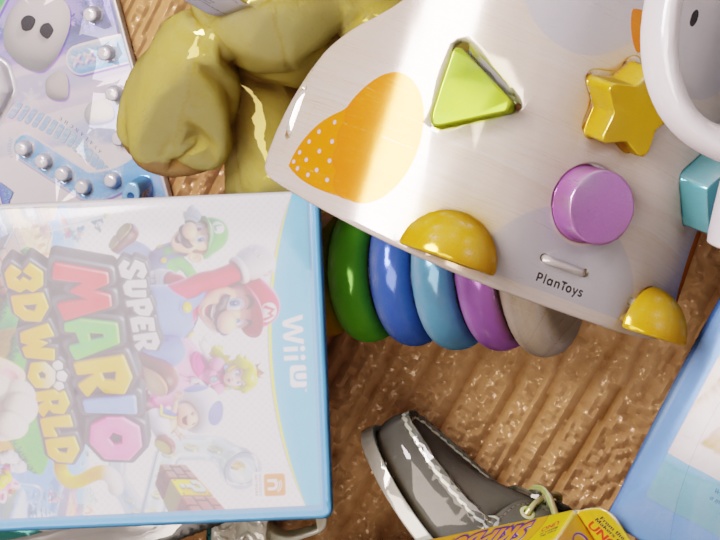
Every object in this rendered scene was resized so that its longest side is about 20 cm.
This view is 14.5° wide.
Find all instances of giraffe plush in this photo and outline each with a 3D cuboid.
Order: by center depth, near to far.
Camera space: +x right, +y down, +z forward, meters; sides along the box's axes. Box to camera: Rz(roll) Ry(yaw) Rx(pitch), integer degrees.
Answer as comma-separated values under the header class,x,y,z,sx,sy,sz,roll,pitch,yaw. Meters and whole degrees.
class,x,y,z,sx,sy,sz,roll,pitch,yaw
giraffe plush,-0.033,-0.138,1.247,0.173,0.162,0.200,-21,134,20

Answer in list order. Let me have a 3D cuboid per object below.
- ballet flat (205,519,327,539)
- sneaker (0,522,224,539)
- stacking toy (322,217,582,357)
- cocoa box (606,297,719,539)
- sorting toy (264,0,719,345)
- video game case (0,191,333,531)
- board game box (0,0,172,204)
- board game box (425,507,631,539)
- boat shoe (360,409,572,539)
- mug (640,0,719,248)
class,x,y,z,sx,sy,sz,roll,pitch,yaw
ballet flat,-0.048,0.134,1.342,0.072,0.072,0.200,4,102,14
sneaker,-0.125,0.064,1.281,0.200,0.084,0.121,-14,98,13
stacking toy,0.000,0.000,1.304,0.200,0.085,0.085,-2,100,23
cocoa box,0.230,0.086,1.223,0.200,0.131,0.133,28,106,8
sorting toy,0.094,-0.078,1.157,0.200,0.107,0.180,19,99,-27
video game case,-0.115,0.041,1.233,0.200,0.018,0.143,-3,87,2
board game box,-0.205,-0.084,1.363,0.200,0.026,0.200,-13,97,17
board game box,0.059,0.160,1.263,0.200,0.030,0.096,-19,114,43
boat shoe,0.083,0.135,1.306,0.060,0.072,0.202,-41,95,18
mug,0.205,-0.083,1.106,0.200,0.148,0.175,12,95,-15
